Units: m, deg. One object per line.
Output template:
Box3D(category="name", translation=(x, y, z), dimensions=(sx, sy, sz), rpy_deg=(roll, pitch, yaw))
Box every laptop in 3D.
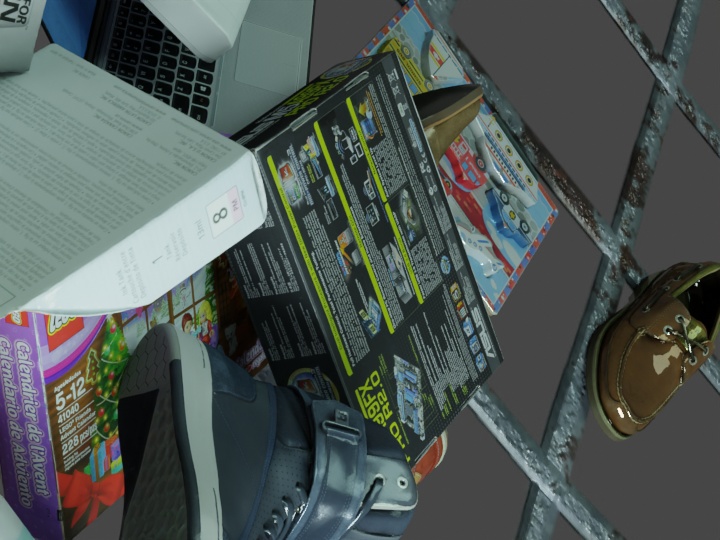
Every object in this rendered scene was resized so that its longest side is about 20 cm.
Box3D(category="laptop", translation=(-0.106, -0.182, 0.943), dimensions=(0.198, 0.116, 0.188), rpy_deg=(15, 45, -12))

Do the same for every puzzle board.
Box3D(category="puzzle board", translation=(0.067, -0.086, 1.207), dimensions=(0.201, 0.017, 0.151), rpy_deg=(55, 39, -14))

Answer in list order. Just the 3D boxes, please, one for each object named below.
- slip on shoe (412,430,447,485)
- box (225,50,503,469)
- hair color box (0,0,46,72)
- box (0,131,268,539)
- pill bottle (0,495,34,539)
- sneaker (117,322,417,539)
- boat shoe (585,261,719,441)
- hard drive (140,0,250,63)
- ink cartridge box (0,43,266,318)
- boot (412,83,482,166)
Box3D(category="slip on shoe", translation=(-0.017, 0.051, 0.986), dimensions=(0.201, 0.074, 0.061), rpy_deg=(57, 34, -18))
Box3D(category="box", translation=(0.000, 0.000, 0.920), dimensions=(0.160, 0.044, 0.201), rpy_deg=(-42, 117, -51))
Box3D(category="hair color box", translation=(-0.239, -0.143, 0.752), dimensions=(0.199, 0.099, 0.061), rpy_deg=(-6, 50, -32))
Box3D(category="box", translation=(-0.113, 0.028, 0.856), dimensions=(0.200, 0.039, 0.138), rpy_deg=(-42, 136, -51))
Box3D(category="pill bottle", translation=(-0.146, 0.201, 0.715), dimensions=(0.201, 0.110, 0.111), rpy_deg=(57, 38, -10))
Box3D(category="sneaker", translation=(-0.038, 0.125, 0.766), dimensions=(0.146, 0.077, 0.203), rpy_deg=(28, 36, -27))
Box3D(category="boat shoe", translation=(0.231, 0.050, 1.281), dimensions=(0.072, 0.068, 0.200), rpy_deg=(53, 40, -16))
Box3D(category="hard drive", translation=(-0.103, -0.219, 0.947), dimensions=(0.132, 0.027, 0.201), rpy_deg=(44, 34, -23))
Box3D(category="ink cartridge box", translation=(-0.167, -0.018, 0.763), dimensions=(0.200, 0.162, 0.057), rpy_deg=(-39, 137, -25))
Box3D(category="boot", translation=(0.019, -0.059, 1.093), dimensions=(0.200, 0.073, 0.076), rpy_deg=(-40, 114, -39))
